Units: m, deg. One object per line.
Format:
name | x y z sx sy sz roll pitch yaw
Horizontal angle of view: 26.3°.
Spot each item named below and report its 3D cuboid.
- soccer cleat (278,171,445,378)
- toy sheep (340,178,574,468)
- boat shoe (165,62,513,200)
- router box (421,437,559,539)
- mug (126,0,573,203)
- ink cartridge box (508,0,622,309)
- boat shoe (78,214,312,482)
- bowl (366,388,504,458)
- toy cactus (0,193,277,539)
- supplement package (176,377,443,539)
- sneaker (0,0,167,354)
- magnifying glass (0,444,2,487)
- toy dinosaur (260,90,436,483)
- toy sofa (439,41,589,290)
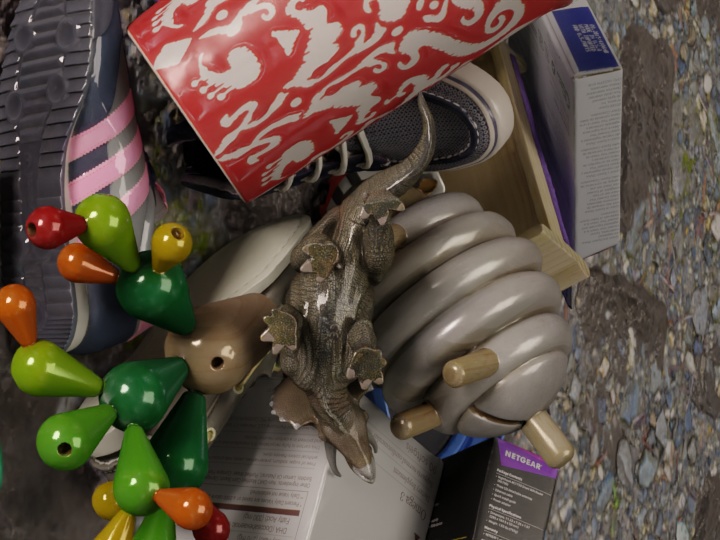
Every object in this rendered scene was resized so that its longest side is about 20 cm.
soccer cleat | 0.000 0.000 0.961 0.069 0.085 0.201 63 31 -32
toy sheep | 0.052 0.030 0.872 0.138 0.138 0.201 -7 61 -57
boat shoe | -0.017 -0.072 0.865 0.093 0.199 0.075 -46 127 -39
router box | 0.038 0.197 0.944 0.051 0.200 0.150 24 64 -17
mug | -0.020 -0.151 0.797 0.178 0.200 0.134 53 -2 23
ink cartridge box | 0.146 -0.111 1.121 0.197 0.043 0.201 -104 -175 -50
boat shoe | -0.081 0.046 0.866 0.202 0.072 0.060 -51 120 -36
bowl | 0.051 0.057 1.105 0.200 0.039 0.202 3 87 -58
toy cactus | -0.090 0.049 0.752 0.165 0.102 0.201 -31 110 -52
supplement package | -0.047 0.175 0.877 0.117 0.117 0.201 44 54 -46
sneaker | -0.136 -0.058 0.791 0.082 0.070 0.202 -3 100 -51
magnifying glass | -0.199 0.042 0.738 0.079 0.022 0.202 19 75 -55
toy dinosaur | -0.012 0.007 0.780 0.102 0.076 0.202 167 -70 -83
toy sofa | 0.094 -0.063 1.066 0.097 0.083 0.201 37 33 -46
